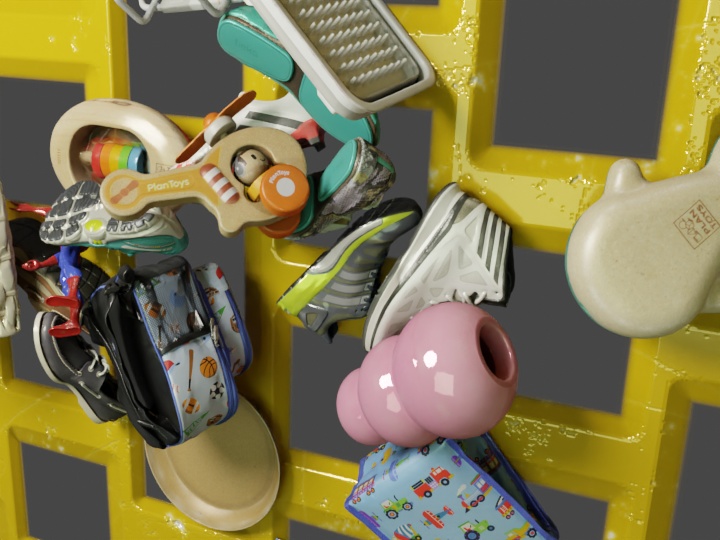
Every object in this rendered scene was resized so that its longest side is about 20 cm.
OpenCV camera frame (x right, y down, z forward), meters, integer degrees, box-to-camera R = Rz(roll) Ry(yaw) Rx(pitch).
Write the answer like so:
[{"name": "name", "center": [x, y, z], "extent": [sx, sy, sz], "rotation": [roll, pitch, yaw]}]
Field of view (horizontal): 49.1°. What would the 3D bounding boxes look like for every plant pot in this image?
[{"name": "plant pot", "center": [-0.182, 0.226, 0.984], "extent": [0.195, 0.027, 0.205], "rotation": [7, 107, 21]}]

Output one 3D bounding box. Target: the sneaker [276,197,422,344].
[{"name": "sneaker", "center": [0.000, 0.000, 0.831], "extent": [0.081, 0.074, 0.199], "rotation": [46, 122, -5]}]

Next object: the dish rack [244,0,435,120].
[{"name": "dish rack", "center": [-0.029, -0.225, 0.722], "extent": [0.201, 0.171, 0.043], "rotation": [52, 127, 1]}]

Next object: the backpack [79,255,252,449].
[{"name": "backpack", "center": [-0.209, 0.091, 0.871], "extent": [0.199, 0.151, 0.195], "rotation": [-21, 85, 61]}]

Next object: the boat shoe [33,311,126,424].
[{"name": "boat shoe", "center": [-0.327, 0.116, 0.959], "extent": [0.061, 0.074, 0.202], "rotation": [-9, 137, 7]}]

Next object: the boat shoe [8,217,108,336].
[{"name": "boat shoe", "center": [-0.380, 0.018, 0.991], "extent": [0.199, 0.075, 0.075], "rotation": [41, 121, 17]}]

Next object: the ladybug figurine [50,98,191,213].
[{"name": "ladybug figurine", "center": [-0.259, -0.125, 0.896], "extent": [0.195, 0.072, 0.139], "rotation": [15, 110, 18]}]

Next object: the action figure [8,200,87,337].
[{"name": "action figure", "center": [-0.360, -0.014, 0.904], "extent": [0.096, 0.202, 0.066], "rotation": [3, 127, -14]}]

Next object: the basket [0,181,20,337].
[{"name": "basket", "center": [-0.481, -0.014, 0.920], "extent": [0.122, 0.133, 0.205], "rotation": [18, 114, 46]}]

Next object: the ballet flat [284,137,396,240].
[{"name": "ballet flat", "center": [-0.027, -0.070, 0.803], "extent": [0.199, 0.071, 0.073], "rotation": [-26, 94, 56]}]

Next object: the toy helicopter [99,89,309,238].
[{"name": "toy helicopter", "center": [-0.148, -0.094, 0.748], "extent": [0.195, 0.079, 0.136], "rotation": [-11, 77, -15]}]

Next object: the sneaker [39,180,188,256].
[{"name": "sneaker", "center": [-0.269, -0.044, 0.846], "extent": [0.196, 0.080, 0.079], "rotation": [6, 62, 32]}]

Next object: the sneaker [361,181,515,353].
[{"name": "sneaker", "center": [0.084, 0.027, 0.791], "extent": [0.114, 0.075, 0.203], "rotation": [34, 112, 12]}]

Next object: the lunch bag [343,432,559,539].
[{"name": "lunch bag", "center": [0.106, 0.264, 0.848], "extent": [0.150, 0.094, 0.201], "rotation": [-37, 97, 24]}]

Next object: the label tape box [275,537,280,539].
[{"name": "label tape box", "center": [-0.036, 0.436, 0.959], "extent": [0.195, 0.063, 0.148], "rotation": [14, 108, 18]}]

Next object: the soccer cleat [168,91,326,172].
[{"name": "soccer cleat", "center": [-0.128, -0.136, 0.822], "extent": [0.196, 0.069, 0.087], "rotation": [-23, 84, 3]}]

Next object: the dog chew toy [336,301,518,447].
[{"name": "dog chew toy", "center": [0.054, 0.113, 0.763], "extent": [0.198, 0.124, 0.126], "rotation": [-30, 92, 37]}]

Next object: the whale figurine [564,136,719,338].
[{"name": "whale figurine", "center": [0.272, -0.031, 0.700], "extent": [0.199, 0.104, 0.160], "rotation": [-41, 87, 2]}]

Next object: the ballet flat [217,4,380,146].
[{"name": "ballet flat", "center": [-0.048, -0.201, 0.779], "extent": [0.198, 0.071, 0.068], "rotation": [37, 141, 4]}]

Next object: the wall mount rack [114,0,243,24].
[{"name": "wall mount rack", "center": [-0.164, -0.334, 0.789], "extent": [0.196, 0.074, 0.177], "rotation": [7, 70, 35]}]
